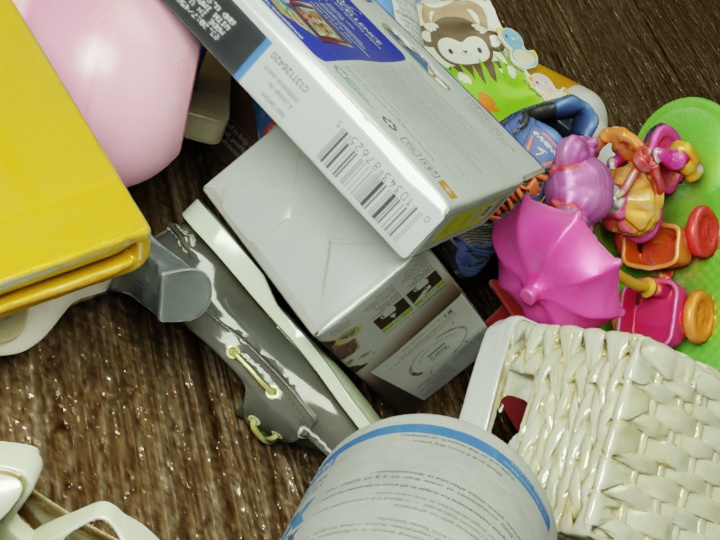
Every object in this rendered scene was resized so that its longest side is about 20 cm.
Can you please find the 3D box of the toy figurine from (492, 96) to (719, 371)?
[{"bbox_3d":[0.160,-0.026,1.134,0.184,0.150,0.201,11,83,-51],"label":"toy figurine"}]

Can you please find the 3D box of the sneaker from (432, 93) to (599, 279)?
[{"bbox_3d":[0.094,-0.065,1.176,0.075,0.078,0.200,47,39,-5],"label":"sneaker"}]

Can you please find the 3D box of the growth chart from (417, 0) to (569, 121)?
[{"bbox_3d":[0.067,-0.153,1.307,0.144,0.018,0.200,-27,70,-37],"label":"growth chart"}]

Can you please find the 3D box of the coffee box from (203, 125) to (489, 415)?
[{"bbox_3d":[0.000,0.000,1.047,0.113,0.080,0.200,52,2,23],"label":"coffee box"}]

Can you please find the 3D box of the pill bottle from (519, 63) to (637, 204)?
[{"bbox_3d":[0.119,-0.105,1.388,0.200,0.111,0.111,30,17,23],"label":"pill bottle"}]

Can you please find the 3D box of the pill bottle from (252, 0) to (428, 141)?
[{"bbox_3d":[-0.018,-0.148,1.129,0.112,0.112,0.201,13,60,-50],"label":"pill bottle"}]

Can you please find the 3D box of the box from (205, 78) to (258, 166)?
[{"bbox_3d":[-0.046,-0.132,1.272,0.100,0.075,0.200,45,26,6],"label":"box"}]

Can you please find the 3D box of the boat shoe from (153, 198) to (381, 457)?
[{"bbox_3d":[-0.047,0.057,0.990,0.201,0.061,0.072,51,-1,4],"label":"boat shoe"}]

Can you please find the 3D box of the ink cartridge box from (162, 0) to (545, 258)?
[{"bbox_3d":[-0.002,-0.100,0.981,0.198,0.047,0.200,46,17,8],"label":"ink cartridge box"}]

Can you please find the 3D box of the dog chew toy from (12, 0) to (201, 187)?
[{"bbox_3d":[-0.186,-0.113,0.952,0.199,0.125,0.125,12,29,-5],"label":"dog chew toy"}]

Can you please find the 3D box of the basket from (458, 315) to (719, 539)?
[{"bbox_3d":[0.165,0.122,1.076,0.200,0.136,0.123,26,-16,-34],"label":"basket"}]

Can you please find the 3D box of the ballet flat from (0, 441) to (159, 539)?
[{"bbox_3d":[-0.136,0.107,0.749,0.200,0.065,0.071,35,25,-19],"label":"ballet flat"}]

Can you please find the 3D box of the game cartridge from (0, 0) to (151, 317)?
[{"bbox_3d":[-0.216,-0.055,0.820,0.176,0.032,0.200,-20,59,-24],"label":"game cartridge"}]

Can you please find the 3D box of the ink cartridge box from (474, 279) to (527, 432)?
[{"bbox_3d":[0.151,0.080,1.262,0.200,0.067,0.116,14,37,-50],"label":"ink cartridge box"}]

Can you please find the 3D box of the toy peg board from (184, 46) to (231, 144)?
[{"bbox_3d":[-0.163,-0.189,1.081,0.199,0.098,0.199,15,32,-12],"label":"toy peg board"}]

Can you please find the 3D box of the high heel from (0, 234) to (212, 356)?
[{"bbox_3d":[-0.189,-0.010,0.904,0.199,0.072,0.142,5,14,-32],"label":"high heel"}]

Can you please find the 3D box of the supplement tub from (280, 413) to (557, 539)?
[{"bbox_3d":[0.016,0.161,0.825,0.132,0.132,0.200,42,23,-4],"label":"supplement tub"}]
